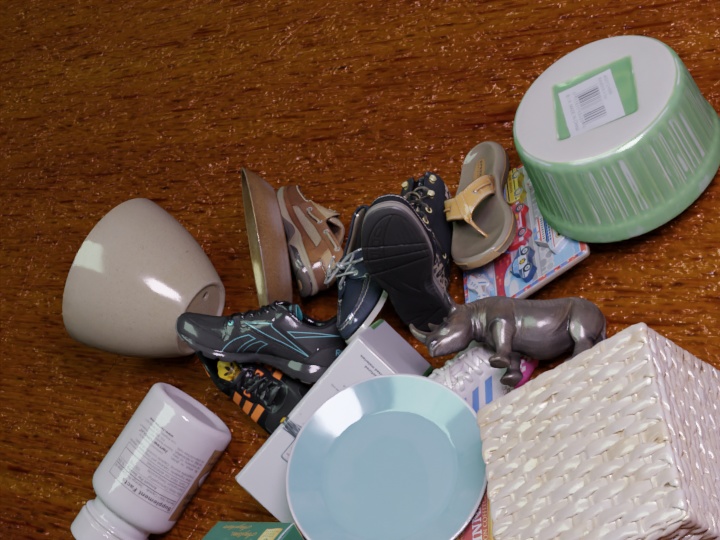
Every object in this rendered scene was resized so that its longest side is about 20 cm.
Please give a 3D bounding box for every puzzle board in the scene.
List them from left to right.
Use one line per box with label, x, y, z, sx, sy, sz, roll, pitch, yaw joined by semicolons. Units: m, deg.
puzzle board;0.163;-0.044;1.532;0.150;0.017;0.201;-36;32;26

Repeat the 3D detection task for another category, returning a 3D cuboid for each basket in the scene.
basket;0.219;0.183;1.245;0.199;0.160;0.200;-31;46;31

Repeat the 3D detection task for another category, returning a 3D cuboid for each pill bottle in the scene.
pill bottle;-0.250;0.245;1.733;0.201;0.114;0.114;-55;39;2

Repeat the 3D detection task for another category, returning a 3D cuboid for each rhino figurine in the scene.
rhino figurine;0.145;0.062;1.422;0.197;0.060;0.088;3;55;9

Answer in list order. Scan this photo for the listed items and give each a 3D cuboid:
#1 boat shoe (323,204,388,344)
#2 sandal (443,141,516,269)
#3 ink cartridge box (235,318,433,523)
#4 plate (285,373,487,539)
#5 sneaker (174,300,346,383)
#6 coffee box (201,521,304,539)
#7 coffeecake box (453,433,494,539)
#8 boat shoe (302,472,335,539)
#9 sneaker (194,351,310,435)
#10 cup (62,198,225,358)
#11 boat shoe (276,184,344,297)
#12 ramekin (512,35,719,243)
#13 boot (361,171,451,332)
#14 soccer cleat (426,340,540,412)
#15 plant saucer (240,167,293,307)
boat shoe;0.000;0.000;1.624;0.075;0.062;0.201;-36;23;38
sandal;0.120;-0.076;1.558;0.080;0.054;0.201;-31;33;29
ink cartridge box;-0.025;0.157;1.525;0.200;0.083;0.147;-49;-4;12
plate;0.026;0.190;1.386;0.197;0.026;0.202;-8;55;11
sneaker;-0.109;0.067;1.656;0.075;0.197;0.080;-78;1;-76
coffee box;-0.063;0.329;1.414;0.122;0.201;0.044;-11;27;48
coffeecake box;0.094;0.250;1.400;0.199;0.073;0.155;-25;50;34
boat shoe;-0.042;0.288;1.458;0.072;0.067;0.203;-106;24;-62
sneaker;-0.123;0.135;1.691;0.199;0.090;0.071;29;87;51
cup;-0.254;0.030;1.845;0.142;0.200;0.202;25;83;22
boat shoe;-0.054;-0.039;1.759;0.073;0.076;0.201;-16;36;-2
ramekin;0.245;-0.135;1.436;0.198;0.098;0.202;-21;41;20
boot;0.052;-0.050;1.553;0.072;0.204;0.155;-8;51;16
soccer cleat;0.110;0.111;1.464;0.201;0.086;0.070;-57;39;1
plant saucer;-0.109;-0.024;1.744;0.035;0.202;0.202;-10;46;-8
